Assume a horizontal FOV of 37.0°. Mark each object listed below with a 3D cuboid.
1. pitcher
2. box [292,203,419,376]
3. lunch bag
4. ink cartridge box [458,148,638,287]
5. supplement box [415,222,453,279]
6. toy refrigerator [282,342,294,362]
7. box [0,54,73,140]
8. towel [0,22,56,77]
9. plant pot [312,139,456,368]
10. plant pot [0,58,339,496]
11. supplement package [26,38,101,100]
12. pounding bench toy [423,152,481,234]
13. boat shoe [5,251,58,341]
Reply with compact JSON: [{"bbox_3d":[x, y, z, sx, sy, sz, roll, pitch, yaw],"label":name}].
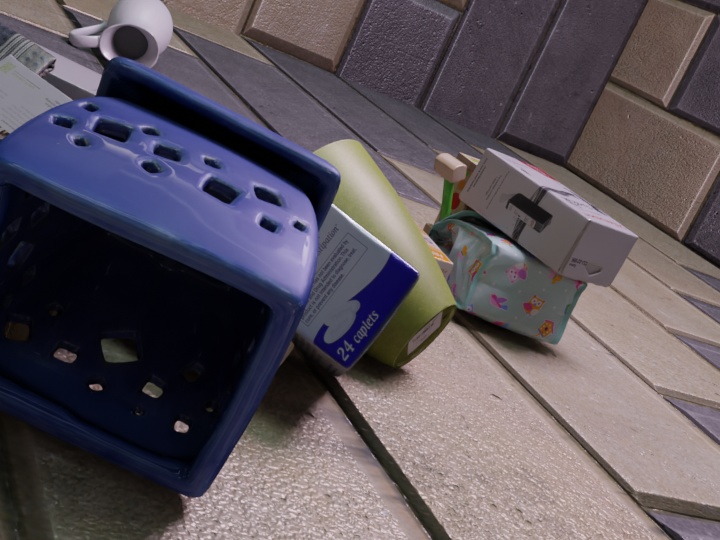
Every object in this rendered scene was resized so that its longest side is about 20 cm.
[{"bbox_3d":[-0.442,-0.447,2.009,0.170,0.122,0.201,9,28,-4],"label":"pitcher"},{"bbox_3d":[-0.062,-0.007,0.962,0.199,0.105,0.184,38,-9,1],"label":"box"},{"bbox_3d":[0.191,0.002,1.497,0.169,0.123,0.200,22,11,-21],"label":"lunch bag"},{"bbox_3d":[0.254,-0.071,1.458,0.144,0.084,0.200,12,24,-49],"label":"ink cartridge box"},{"bbox_3d":[0.026,-0.035,1.437,0.125,0.074,0.200,18,17,-25],"label":"supplement box"},{"bbox_3d":[-0.154,0.020,0.916,0.199,0.070,0.076,33,-14,26],"label":"toy refrigerator"},{"bbox_3d":[-0.319,-0.083,0.867,0.144,0.037,0.200,35,62,31],"label":"box"},{"bbox_3d":[-0.435,-0.189,1.071,0.191,0.035,0.201,31,60,9],"label":"towel"},{"bbox_3d":[0.000,0.000,1.132,0.200,0.188,0.187,46,21,17],"label":"plant pot"},{"bbox_3d":[-0.134,-0.007,0.710,0.199,0.201,0.180,26,39,-4],"label":"plant pot"},{"bbox_3d":[-0.346,-0.170,1.192,0.198,0.122,0.120,26,14,-2],"label":"supplement package"},{"bbox_3d":[0.169,-0.086,1.682,0.199,0.157,0.124,15,19,-36],"label":"pounding bench toy"},{"bbox_3d":[-0.215,-0.010,0.855,0.072,0.076,0.200,35,55,3],"label":"boat shoe"}]
